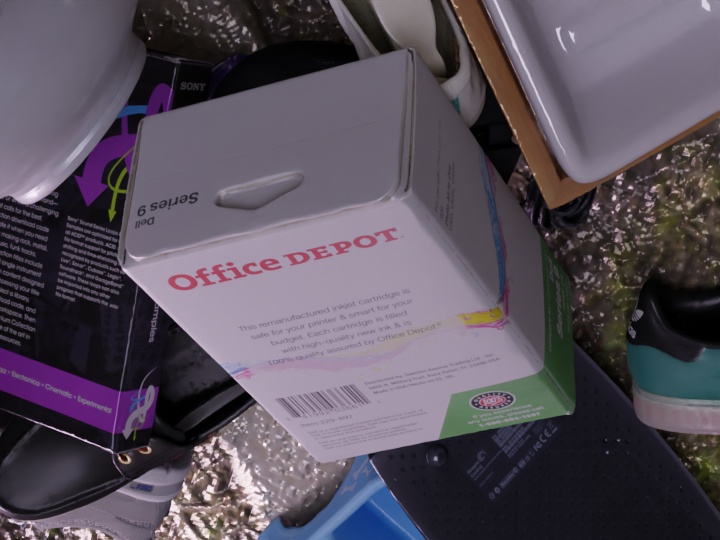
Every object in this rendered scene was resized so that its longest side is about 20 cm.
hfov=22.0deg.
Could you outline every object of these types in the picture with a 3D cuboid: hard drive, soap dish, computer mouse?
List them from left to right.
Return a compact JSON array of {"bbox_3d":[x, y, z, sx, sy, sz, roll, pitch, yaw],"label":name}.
[{"bbox_3d":[0.022,-0.073,0.913,0.198,0.053,0.140,-6,111,-4],"label":"computer mouse"},{"bbox_3d":[0.103,0.126,0.990,0.135,0.042,0.200,-46,104,-15],"label":"hard drive"},{"bbox_3d":[0.107,-0.153,0.849,0.157,0.081,0.201,-30,108,-7],"label":"soap dish"}]

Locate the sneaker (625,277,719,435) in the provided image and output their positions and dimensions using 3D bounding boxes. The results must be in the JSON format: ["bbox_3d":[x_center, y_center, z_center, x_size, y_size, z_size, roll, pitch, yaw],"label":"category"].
[{"bbox_3d":[0.234,0.036,0.942,0.198,0.072,0.080,-4,117,13],"label":"sneaker"}]

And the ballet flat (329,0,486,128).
[{"bbox_3d":[0.001,-0.154,0.864,0.069,0.069,0.201,-33,77,23],"label":"ballet flat"}]

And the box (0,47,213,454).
[{"bbox_3d":[-0.155,-0.023,0.952,0.142,0.036,0.202,17,102,30],"label":"box"}]

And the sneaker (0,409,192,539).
[{"bbox_3d":[-0.200,0.113,1.058,0.198,0.075,0.083,18,115,2],"label":"sneaker"}]

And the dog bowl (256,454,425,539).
[{"bbox_3d":[0.012,0.167,1.057,0.111,0.050,0.200,42,114,-9],"label":"dog bowl"}]

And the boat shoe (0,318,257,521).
[{"bbox_3d":[-0.118,0.069,0.991,0.201,0.063,0.074,-33,97,0],"label":"boat shoe"}]

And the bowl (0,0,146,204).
[{"bbox_3d":[-0.163,-0.095,0.858,0.090,0.202,0.201,39,116,-22],"label":"bowl"}]

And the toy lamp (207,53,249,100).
[{"bbox_3d":[-0.112,-0.034,0.986,0.058,0.058,0.200,38,117,-8],"label":"toy lamp"}]

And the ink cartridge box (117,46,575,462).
[{"bbox_3d":[0.000,0.000,0.868,0.144,0.088,0.200,-13,145,23],"label":"ink cartridge box"}]
